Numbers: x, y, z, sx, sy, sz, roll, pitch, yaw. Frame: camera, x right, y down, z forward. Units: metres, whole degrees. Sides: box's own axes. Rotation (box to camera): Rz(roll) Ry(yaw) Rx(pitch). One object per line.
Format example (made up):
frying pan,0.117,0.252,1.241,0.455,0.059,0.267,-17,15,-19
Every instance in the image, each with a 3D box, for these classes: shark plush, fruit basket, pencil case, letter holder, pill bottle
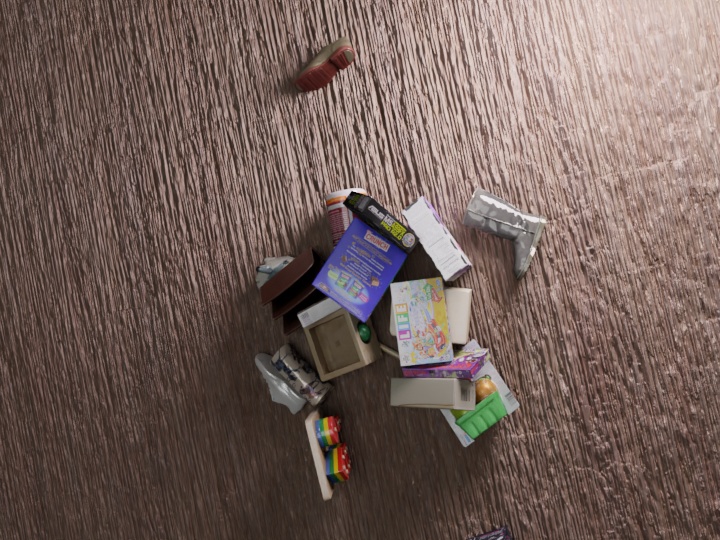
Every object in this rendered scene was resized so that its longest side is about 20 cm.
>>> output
shark plush,-0.209,0.000,1.734,0.194,0.091,0.086,-14,107,-2
fruit basket,0.281,0.315,1.551,0.185,0.093,0.202,-41,63,15
pencil case,-0.167,0.290,1.697,0.199,0.089,0.079,41,114,15
letter holder,-0.170,0.061,1.647,0.198,0.100,0.144,-37,36,17
pill bottle,-0.025,-0.109,1.620,0.110,0.113,0.207,-9,89,19

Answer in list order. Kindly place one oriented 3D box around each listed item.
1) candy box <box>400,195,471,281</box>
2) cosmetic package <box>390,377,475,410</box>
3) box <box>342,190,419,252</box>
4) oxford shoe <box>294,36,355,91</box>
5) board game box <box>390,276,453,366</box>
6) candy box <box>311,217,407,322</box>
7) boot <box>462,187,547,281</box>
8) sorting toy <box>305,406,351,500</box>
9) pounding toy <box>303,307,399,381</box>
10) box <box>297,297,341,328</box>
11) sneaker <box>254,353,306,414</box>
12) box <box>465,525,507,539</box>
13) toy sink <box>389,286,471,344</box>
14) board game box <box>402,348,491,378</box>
candy box,0.194,-0.075,1.514,0.071,0.167,0.203,-35,82,11
cosmetic package,0.180,0.308,1.510,0.196,0.102,0.076,-10,72,42
box,0.046,-0.124,1.483,0.159,0.200,0.045,38,90,-18
oxford shoe,-0.102,-0.570,1.672,0.196,0.070,0.077,-26,57,19
board game box,0.151,0.125,1.488,0.130,0.034,0.207,-8,90,15
candy box,0.000,0.000,1.523,0.167,0.077,0.202,35,88,3
boot,0.347,-0.092,1.513,0.195,0.073,0.186,21,84,11
sorting toy,-0.079,0.477,1.618,0.068,0.199,0.206,-14,86,3
pounding toy,-0.016,0.195,1.629,0.197,0.141,0.189,-24,83,29
box,-0.072,0.085,1.576,0.196,0.039,0.042,-29,96,-2
sneaker,-0.242,0.330,1.735,0.199,0.075,0.089,43,116,12
box,0.350,0.774,1.512,0.130,0.114,0.205,-25,84,16
toy sink,0.183,0.106,1.555,0.194,0.112,0.135,4,93,14
board game box,0.215,0.232,1.511,0.196,0.119,0.033,-7,109,38
